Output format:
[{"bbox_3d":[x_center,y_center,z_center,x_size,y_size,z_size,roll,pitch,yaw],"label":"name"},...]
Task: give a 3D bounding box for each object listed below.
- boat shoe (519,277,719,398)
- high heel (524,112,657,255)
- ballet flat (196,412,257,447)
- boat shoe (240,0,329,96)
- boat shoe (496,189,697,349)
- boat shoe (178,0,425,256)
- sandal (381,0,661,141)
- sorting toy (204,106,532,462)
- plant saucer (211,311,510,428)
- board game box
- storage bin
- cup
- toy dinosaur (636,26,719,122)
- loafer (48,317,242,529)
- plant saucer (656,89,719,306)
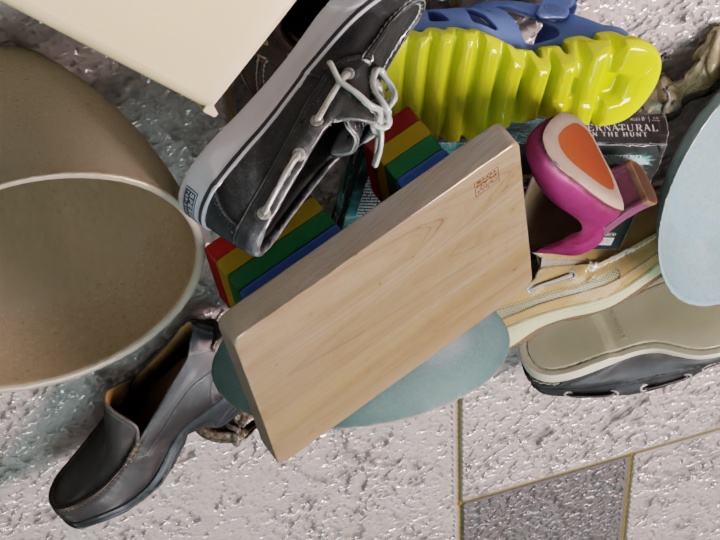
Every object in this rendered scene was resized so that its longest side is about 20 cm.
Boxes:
[{"bbox_3d":[0.216,0.057,1.944,0.199,0.075,0.066,-16,148,-6],"label":"boat shoe"},{"bbox_3d":[0.115,-0.041,1.608,0.096,0.068,0.200,-27,161,17],"label":"high heel"},{"bbox_3d":[-0.026,0.081,1.874,0.199,0.046,0.067,-17,147,-5],"label":"ballet flat"},{"bbox_3d":[-0.031,-0.152,1.532,0.072,0.060,0.200,-8,144,-19],"label":"boat shoe"},{"bbox_3d":[0.137,-0.007,1.822,0.200,0.072,0.076,-30,129,7],"label":"boat shoe"},{"bbox_3d":[-0.015,-0.091,1.464,0.199,0.068,0.074,-48,160,-23],"label":"boat shoe"},{"bbox_3d":[0.080,-0.131,1.590,0.199,0.087,0.080,0,129,-31],"label":"sandal"},{"bbox_3d":[0.000,0.000,1.569,0.200,0.070,0.199,-35,157,-10],"label":"sorting toy"},{"bbox_3d":[-0.002,0.040,1.726,0.199,0.200,0.036,-13,116,-12],"label":"plant saucer"},{"bbox_3d":[0.089,-0.059,1.708,0.199,0.028,0.135,1,150,-11],"label":"board game box"},{"bbox_3d":[-0.152,-0.190,1.284,0.094,0.199,0.200,-52,144,10],"label":"storage bin"},{"bbox_3d":[-0.205,-0.044,1.515,0.199,0.144,0.201,-15,146,-10],"label":"cup"},{"bbox_3d":[0.157,-0.103,1.717,0.200,0.048,0.088,-29,152,18],"label":"toy dinosaur"},{"bbox_3d":[-0.155,0.101,1.822,0.200,0.073,0.072,-44,132,16],"label":"loafer"},{"bbox_3d":[0.262,-0.071,1.779,0.201,0.039,0.202,-27,136,-30],"label":"plant saucer"}]
